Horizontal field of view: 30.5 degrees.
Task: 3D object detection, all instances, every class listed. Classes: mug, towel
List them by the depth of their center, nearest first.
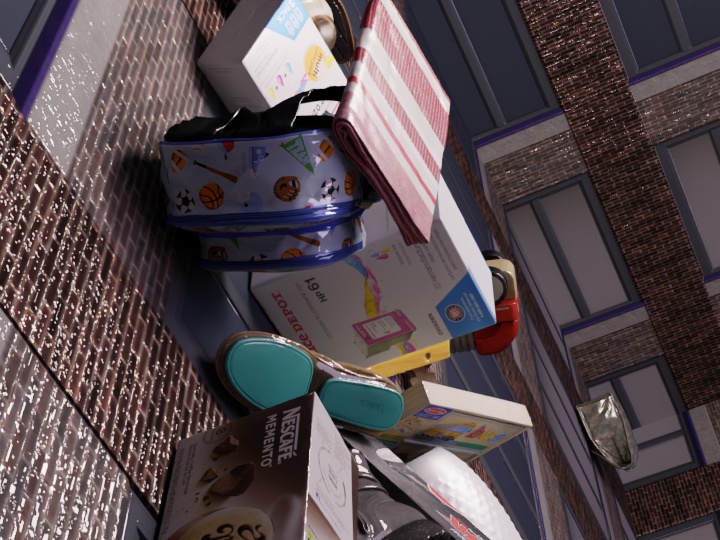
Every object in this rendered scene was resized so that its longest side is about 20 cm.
[{"bbox_3d":[0.029,-0.134,1.126,0.144,0.023,0.200,56,31,-34],"label":"towel"},{"bbox_3d":[0.081,0.263,1.267,0.176,0.148,0.200,63,13,6],"label":"mug"}]

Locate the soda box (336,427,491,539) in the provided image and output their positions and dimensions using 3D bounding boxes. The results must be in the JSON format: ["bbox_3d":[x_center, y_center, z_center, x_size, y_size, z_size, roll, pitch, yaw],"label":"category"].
[{"bbox_3d":[0.037,0.212,1.103,0.071,0.063,0.200,22,12,-49],"label":"soda box"}]

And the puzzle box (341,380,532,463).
[{"bbox_3d":[0.067,0.161,1.289,0.200,0.133,0.025,18,44,-52],"label":"puzzle box"}]

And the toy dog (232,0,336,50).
[{"bbox_3d":[-0.095,-0.328,1.524,0.200,0.139,0.194,64,26,-17],"label":"toy dog"}]

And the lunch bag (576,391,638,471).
[{"bbox_3d":[0.641,0.425,3.375,0.200,0.117,0.164,67,11,15],"label":"lunch bag"}]

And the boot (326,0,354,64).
[{"bbox_3d":[-0.063,-0.397,1.896,0.200,0.075,0.097,58,19,-32],"label":"boot"}]

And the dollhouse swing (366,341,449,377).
[{"bbox_3d":[0.000,0.000,1.478,0.182,0.176,0.200,-14,104,-38],"label":"dollhouse swing"}]

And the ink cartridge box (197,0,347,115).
[{"bbox_3d":[-0.076,-0.187,1.407,0.115,0.068,0.200,-60,137,-28],"label":"ink cartridge box"}]

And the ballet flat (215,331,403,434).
[{"bbox_3d":[-0.053,0.092,1.123,0.200,0.068,0.072,17,1,-37],"label":"ballet flat"}]

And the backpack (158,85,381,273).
[{"bbox_3d":[-0.080,-0.073,1.104,0.190,0.200,0.154,-5,87,-73],"label":"backpack"}]

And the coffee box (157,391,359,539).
[{"bbox_3d":[-0.067,0.182,0.864,0.200,0.113,0.080,-87,153,-60],"label":"coffee box"}]

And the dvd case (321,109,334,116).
[{"bbox_3d":[-0.036,-0.096,1.436,0.200,0.022,0.146,-9,122,-79],"label":"dvd case"}]

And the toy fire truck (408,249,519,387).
[{"bbox_3d":[0.117,0.093,1.667,0.129,0.176,0.200,-72,154,-71],"label":"toy fire truck"}]

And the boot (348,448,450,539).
[{"bbox_3d":[-0.041,0.210,1.004,0.200,0.070,0.132,-12,36,-43],"label":"boot"}]

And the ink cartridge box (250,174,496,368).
[{"bbox_3d":[0.012,0.011,1.273,0.085,0.200,0.145,-89,154,-51],"label":"ink cartridge box"}]
